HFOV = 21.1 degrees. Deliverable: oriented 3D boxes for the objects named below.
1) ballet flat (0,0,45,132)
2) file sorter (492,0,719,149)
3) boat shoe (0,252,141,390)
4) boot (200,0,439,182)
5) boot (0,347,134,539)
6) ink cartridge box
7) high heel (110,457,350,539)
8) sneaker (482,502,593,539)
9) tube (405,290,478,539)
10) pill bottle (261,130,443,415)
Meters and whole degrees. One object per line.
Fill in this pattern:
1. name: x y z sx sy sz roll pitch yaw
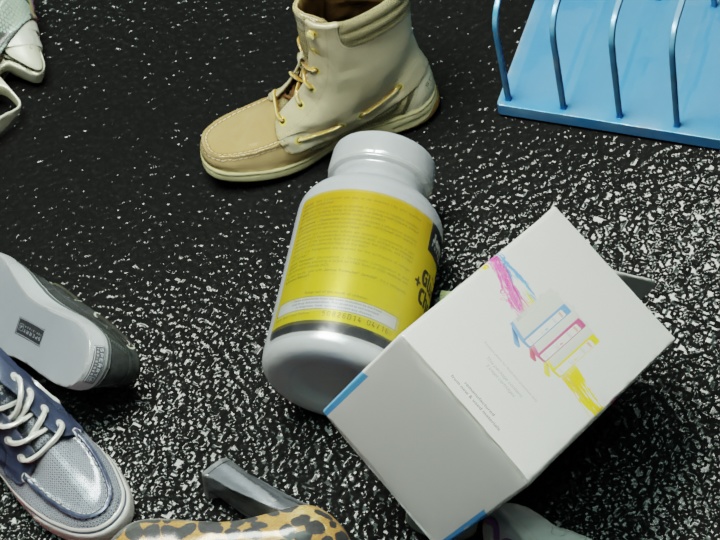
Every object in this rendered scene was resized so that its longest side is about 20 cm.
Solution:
1. ballet flat: -0.312 -0.161 1.634 0.071 0.069 0.200 25 68 6
2. file sorter: 0.214 -0.197 1.502 0.200 0.123 0.139 11 59 19
3. boat shoe: -0.242 0.043 1.480 0.200 0.057 0.069 31 102 44
4. boot: -0.044 -0.154 1.508 0.200 0.156 0.073 -17 55 1
5. boot: -0.248 0.117 1.411 0.200 0.090 0.073 36 70 30
6. ink cartridge box: 0.101 0.065 1.301 0.125 0.129 0.200 48 52 4
7. high heel: -0.104 0.222 1.319 0.142 0.071 0.200 27 57 33
8. sneaker: 0.164 0.219 1.280 0.100 0.075 0.200 -23 47 -34
9. tube: 0.075 0.096 1.384 0.058 0.052 0.200 29 53 -18
10. pill bottle: 0.000 0.000 1.422 0.112 0.112 0.200 4 58 15
